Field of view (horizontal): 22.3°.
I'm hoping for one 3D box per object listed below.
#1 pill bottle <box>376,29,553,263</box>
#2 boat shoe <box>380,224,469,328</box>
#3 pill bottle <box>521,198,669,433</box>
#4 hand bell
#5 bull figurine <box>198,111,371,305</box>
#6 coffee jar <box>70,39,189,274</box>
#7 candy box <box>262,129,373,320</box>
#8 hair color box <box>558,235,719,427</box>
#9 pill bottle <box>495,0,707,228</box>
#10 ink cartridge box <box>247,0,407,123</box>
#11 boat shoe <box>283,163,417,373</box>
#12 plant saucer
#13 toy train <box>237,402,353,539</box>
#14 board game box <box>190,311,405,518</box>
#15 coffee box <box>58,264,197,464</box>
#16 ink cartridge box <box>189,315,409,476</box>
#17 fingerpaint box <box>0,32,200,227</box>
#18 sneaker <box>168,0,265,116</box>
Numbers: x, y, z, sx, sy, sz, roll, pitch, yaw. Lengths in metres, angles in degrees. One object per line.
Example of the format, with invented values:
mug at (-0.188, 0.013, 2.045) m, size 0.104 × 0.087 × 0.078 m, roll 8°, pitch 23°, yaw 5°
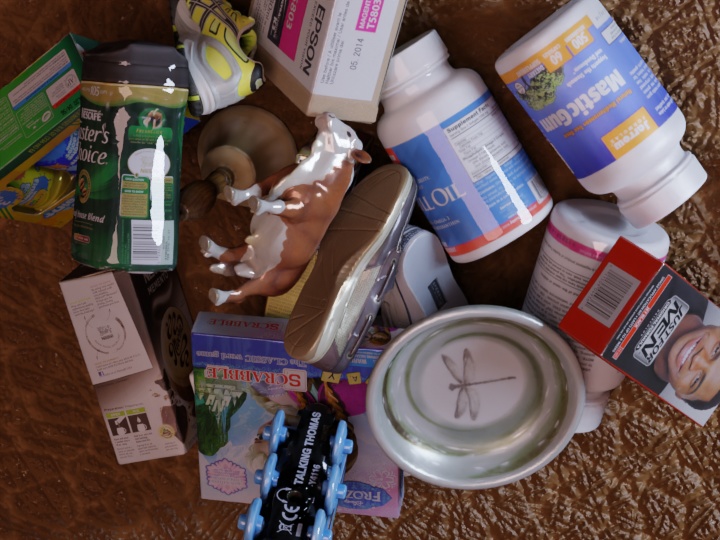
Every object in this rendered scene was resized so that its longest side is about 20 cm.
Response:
pill bottle at (0.084, -0.117, 1.688) m, size 0.112 × 0.112 × 0.200 m, roll -29°, pitch 99°, yaw 22°
boat shoe at (0.045, 0.028, 1.758) m, size 0.086 × 0.075 × 0.202 m, roll 26°, pitch 153°, yaw 38°
pill bottle at (0.208, 0.043, 1.710) m, size 0.113 × 0.113 × 0.200 m, roll 18°, pitch 112°, yaw 8°
hand bell at (-0.134, -0.082, 1.709) m, size 0.104 × 0.200 × 0.104 m, roll 4°, pitch 109°, yaw 13°
bull figurine at (-0.069, -0.049, 1.620) m, size 0.065 × 0.121 × 0.200 m, roll 51°, pitch 134°, yaw 33°
coffee jar at (-0.202, -0.101, 1.594) m, size 0.085 × 0.104 × 0.200 m, roll 2°, pitch 95°, yaw -27°
candy box at (-0.043, -0.029, 1.749) m, size 0.056 × 0.117 × 0.200 m, roll 16°, pitch 111°, yaw 7°
hair color box at (0.273, 0.058, 1.647) m, size 0.061 × 0.200 × 0.102 m, roll 37°, pitch 94°, yaw 43°
pill bottle at (0.221, -0.140, 1.643) m, size 0.112 × 0.112 × 0.200 m, roll -36°, pitch 96°, yaw 23°
ink cartridge box at (-0.027, -0.256, 1.639) m, size 0.075 × 0.165 × 0.200 m, roll 3°, pitch 115°, yaw -29°
boat shoe at (0.000, 0.000, 1.653) m, size 0.072 × 0.065 × 0.200 m, roll 14°, pitch 74°, yaw 48°
plant saucer at (0.104, 0.107, 1.667) m, size 0.200 × 0.050 × 0.200 m, roll -1°, pitch 121°, yaw -1°
toy train at (-0.058, 0.215, 1.648) m, size 0.087 × 0.200 × 0.114 m, roll 9°, pitch 134°, yaw 4°
board game box at (-0.057, 0.139, 1.740) m, size 0.200 × 0.041 × 0.200 m, roll 4°, pitch 122°, yaw 9°
coffee box at (-0.220, 0.078, 1.835) m, size 0.080 × 0.113 × 0.200 m, roll -11°, pitch 106°, yaw 18°
ink cartridge box at (-0.050, 0.138, 1.825) m, size 0.200 × 0.084 × 0.146 m, roll -10°, pitch 107°, yaw 16°
fingerpaint box at (-0.283, -0.128, 1.745) m, size 0.200 × 0.167 × 0.073 m, roll -34°, pitch 70°, yaw 22°
sneaker at (-0.135, -0.218, 1.686) m, size 0.076 × 0.200 × 0.075 m, roll -11°, pitch 140°, yaw -5°
